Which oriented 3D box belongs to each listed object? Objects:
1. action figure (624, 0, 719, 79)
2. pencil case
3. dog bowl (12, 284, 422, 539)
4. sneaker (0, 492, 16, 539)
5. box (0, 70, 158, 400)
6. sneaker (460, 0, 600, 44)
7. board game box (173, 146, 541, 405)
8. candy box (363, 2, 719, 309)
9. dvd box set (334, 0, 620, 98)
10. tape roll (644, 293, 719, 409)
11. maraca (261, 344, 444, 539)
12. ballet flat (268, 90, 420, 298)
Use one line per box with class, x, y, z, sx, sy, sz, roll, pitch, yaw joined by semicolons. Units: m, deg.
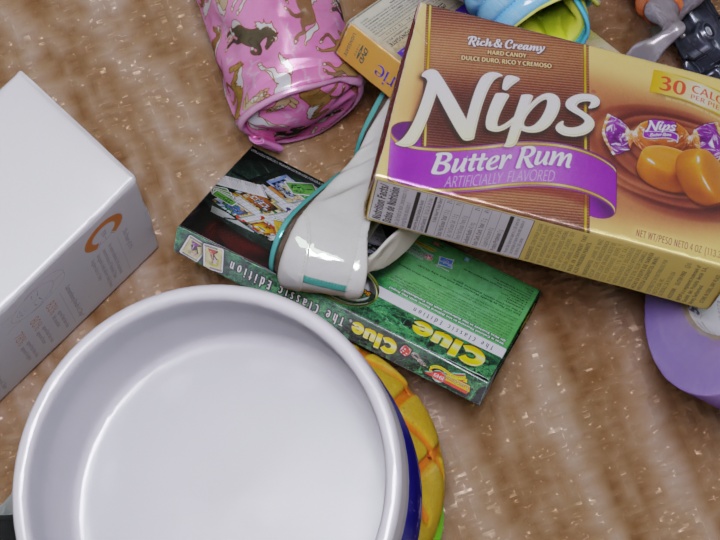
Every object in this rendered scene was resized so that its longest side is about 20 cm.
action figure;0.200;-0.182;1.099;0.104;0.193;0.201;-31;95;33
pencil case;-0.065;-0.176;1.134;0.082;0.087;0.201;-14;72;-24
dog bowl;-0.070;0.113;0.940;0.199;0.079;0.201;-3;74;11
sneaker;-0.129;0.171;1.046;0.199;0.089;0.074;5;42;-17
box;-0.223;0.005;1.059;0.097;0.124;0.200;42;78;11
sneaker;0.100;-0.192;1.115;0.131;0.079;0.200;49;36;-1
board game box;0.000;0.000;1.084;0.199;0.024;0.105;27;35;8
candy box;0.111;-0.064;1.014;0.199;0.057;0.117;16;64;-1
dvd box set;0.102;-0.107;1.106;0.200;0.029;0.146;39;46;10
tape roll;0.251;-0.008;1.018;0.085;0.200;0.201;27;74;-22
maraca;-0.006;0.124;1.025;0.137;0.107;0.201;1;56;-36
ballet flat;0.016;-0.047;1.075;0.069;0.070;0.200;27;45;7
